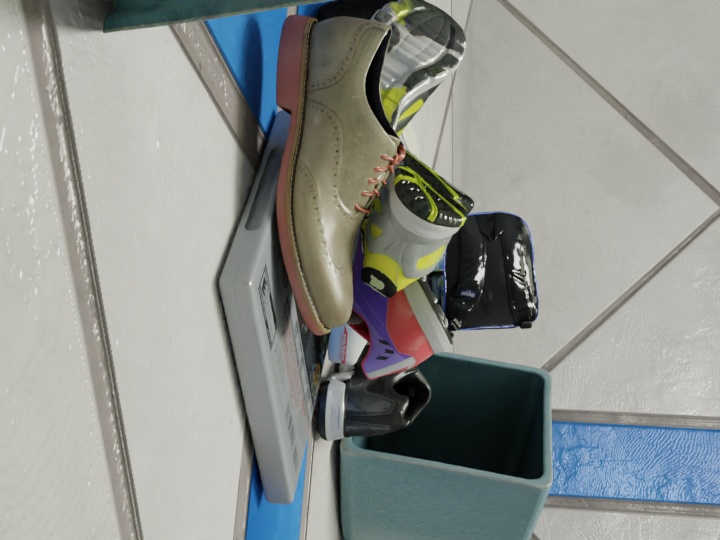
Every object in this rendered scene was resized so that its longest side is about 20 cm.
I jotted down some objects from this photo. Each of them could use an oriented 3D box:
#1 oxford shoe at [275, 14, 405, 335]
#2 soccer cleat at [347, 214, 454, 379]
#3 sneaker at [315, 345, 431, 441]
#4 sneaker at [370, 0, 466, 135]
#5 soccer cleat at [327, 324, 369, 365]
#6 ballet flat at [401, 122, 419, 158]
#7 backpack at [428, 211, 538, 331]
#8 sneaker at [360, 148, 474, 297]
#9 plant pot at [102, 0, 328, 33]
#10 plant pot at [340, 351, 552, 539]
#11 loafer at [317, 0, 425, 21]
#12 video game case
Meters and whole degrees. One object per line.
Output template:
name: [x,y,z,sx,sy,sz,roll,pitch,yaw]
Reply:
oxford shoe: [-0.010,-0.059,0.700,0.070,0.075,0.200,-32,120,-78]
soccer cleat: [0.000,0.000,0.879,0.200,0.073,0.068,59,-2,42]
sneaker: [0.021,0.107,1.022,0.200,0.090,0.067,-52,144,-76]
sneaker: [0.009,-0.132,0.866,0.200,0.074,0.085,-52,180,-32]
soccer cleat: [0.006,0.019,1.019,0.200,0.068,0.085,-55,155,-69]
ballet flat: [0.026,-0.106,1.106,0.200,0.072,0.072,76,18,-64]
backpack: [0.204,0.000,1.950,0.147,0.183,0.200,180,-92,-76]
sneaker: [0.032,-0.036,0.806,0.076,0.075,0.200,-56,177,13]
plant pot: [-0.017,-0.205,0.435,0.200,0.200,0.197,-59,142,-73]
plant pot: [0.081,0.218,1.147,0.196,0.195,0.200,-73,170,-60]
loafer: [0.006,-0.197,0.970,0.200,0.073,0.072,-41,137,-65]
video game case: [-0.051,0.024,0.763,0.182,0.023,0.200,-78,166,-49]
